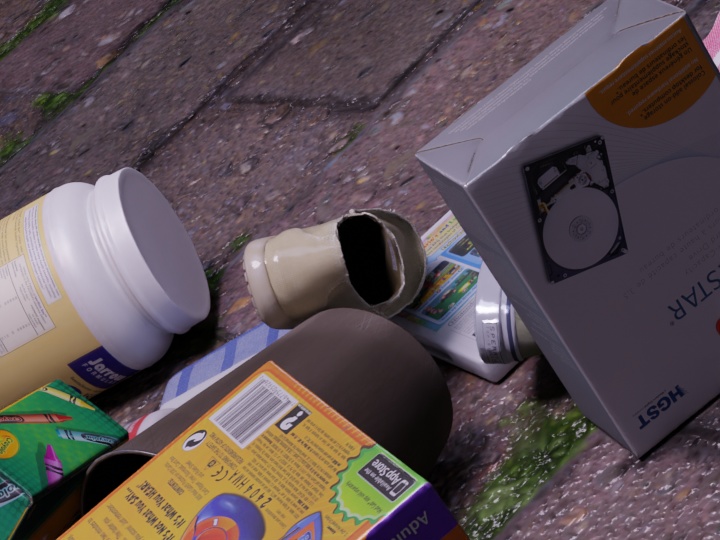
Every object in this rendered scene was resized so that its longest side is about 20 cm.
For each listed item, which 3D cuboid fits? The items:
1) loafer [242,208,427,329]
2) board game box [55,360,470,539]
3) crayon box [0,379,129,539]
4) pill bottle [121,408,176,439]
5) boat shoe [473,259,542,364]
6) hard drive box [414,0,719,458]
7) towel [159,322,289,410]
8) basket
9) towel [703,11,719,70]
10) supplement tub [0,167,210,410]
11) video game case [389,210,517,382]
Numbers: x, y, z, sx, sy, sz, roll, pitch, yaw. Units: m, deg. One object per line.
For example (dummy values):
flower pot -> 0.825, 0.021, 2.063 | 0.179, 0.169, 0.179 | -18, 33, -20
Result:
loafer -> 0.000, 0.000, 1.565 | 0.068, 0.076, 0.200 | -14, 1, 26
board game box -> -0.032, 0.204, 1.217 | 0.199, 0.200, 0.200 | -39, 26, -9
crayon box -> -0.218, 0.166, 1.405 | 0.201, 0.058, 0.119 | -58, -10, 23
pill bottle -> -0.177, 0.170, 1.554 | 0.199, 0.114, 0.114 | -23, 27, 23
boat shoe -> 0.111, -0.013, 1.539 | 0.061, 0.072, 0.201 | -1, 40, 12
hard drive box -> 0.150, -0.027, 1.394 | 0.156, 0.201, 0.077 | -38, 26, -7
towel -> -0.079, 0.098, 1.667 | 0.146, 0.024, 0.200 | -29, 24, 18
basket -> -0.041, 0.119, 1.436 | 0.136, 0.181, 0.200 | -24, 17, 41
towel -> 0.292, -0.151, 1.636 | 0.199, 0.030, 0.147 | -3, 41, 48
supplement tub -> -0.224, 0.026, 1.824 | 0.199, 0.146, 0.146 | -28, 26, 15
video game case -> 0.108, -0.018, 1.640 | 0.200, 0.024, 0.182 | -43, 26, -14
